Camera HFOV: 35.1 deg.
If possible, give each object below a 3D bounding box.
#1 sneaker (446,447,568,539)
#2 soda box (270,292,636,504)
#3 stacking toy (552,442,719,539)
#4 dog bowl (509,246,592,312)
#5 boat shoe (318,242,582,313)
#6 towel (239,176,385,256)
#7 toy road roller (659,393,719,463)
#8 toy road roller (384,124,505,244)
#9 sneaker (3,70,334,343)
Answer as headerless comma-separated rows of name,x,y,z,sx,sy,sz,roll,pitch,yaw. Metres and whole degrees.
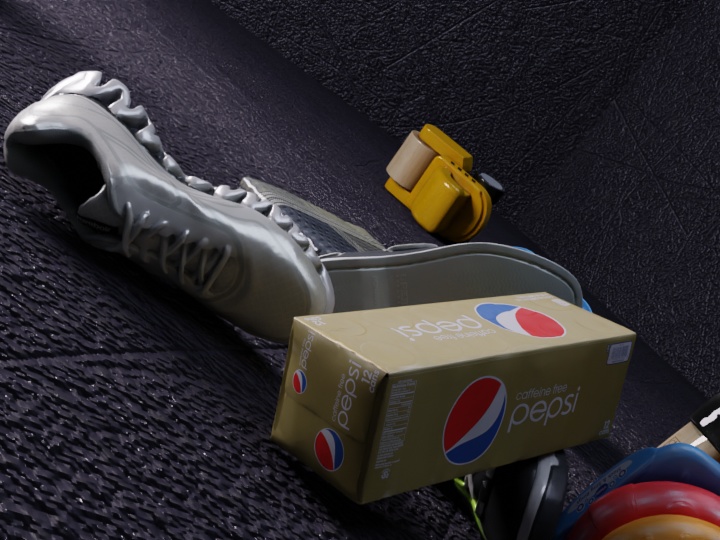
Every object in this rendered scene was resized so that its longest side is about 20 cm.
sneaker,0.056,0.105,0.660,0.082,0.072,0.200,12,15,-12
soda box,0.053,0.057,0.574,0.199,0.065,0.067,-3,21,-45
stacking toy,0.148,0.183,0.537,0.110,0.116,0.200,42,23,-6
dog bowl,0.162,0.056,1.116,0.050,0.111,0.200,47,2,-38
boat shoe,0.040,0.016,0.721,0.198,0.077,0.060,5,4,-11
towel,0.000,0.000,1.008,0.192,0.035,0.199,42,11,34
toy road roller,0.275,0.197,0.799,0.146,0.123,0.200,47,7,-24
toy road roller,0.120,-0.132,1.805,0.200,0.123,0.146,42,21,17
sneaker,-0.104,-0.023,0.608,0.199,0.075,0.081,37,23,1
